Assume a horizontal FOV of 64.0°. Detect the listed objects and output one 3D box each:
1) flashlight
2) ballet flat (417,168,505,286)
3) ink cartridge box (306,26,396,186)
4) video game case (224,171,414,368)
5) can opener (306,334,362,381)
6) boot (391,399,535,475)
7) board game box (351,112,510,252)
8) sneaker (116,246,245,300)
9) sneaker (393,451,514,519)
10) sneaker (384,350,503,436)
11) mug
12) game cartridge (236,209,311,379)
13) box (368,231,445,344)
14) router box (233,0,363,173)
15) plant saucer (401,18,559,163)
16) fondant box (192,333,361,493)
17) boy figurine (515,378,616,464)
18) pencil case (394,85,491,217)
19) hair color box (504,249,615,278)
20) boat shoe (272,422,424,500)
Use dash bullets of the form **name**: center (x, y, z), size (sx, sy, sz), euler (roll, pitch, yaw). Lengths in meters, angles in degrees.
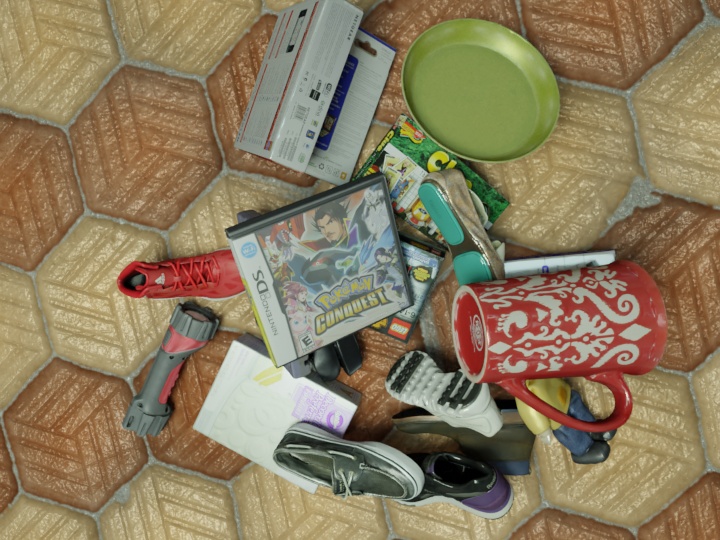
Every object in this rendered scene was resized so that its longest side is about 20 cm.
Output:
- **flashlight**: center (-0.274, 0.146, 0.842), size (0.067, 0.068, 0.201), euler (26, 101, 6)
- **ballet flat**: center (0.142, -0.037, 0.715), size (0.067, 0.068, 0.201), euler (-33, 104, -30)
- **ink cartridge box**: center (-0.028, -0.220, 0.774), size (0.094, 0.037, 0.202), euler (16, 99, -35)
- **video game case**: center (-0.040, 0.000, 0.696), size (0.199, 0.025, 0.182), euler (-23, 115, -16)
- **can opener**: center (-0.070, 0.064, 0.787), size (0.078, 0.063, 0.201), euler (-33, 103, -29)
- **boot**: center (0.144, 0.235, 0.790), size (0.198, 0.075, 0.098), euler (-4, 91, 5)
- **board game box**: center (0.095, -0.101, 0.743), size (0.199, 0.023, 0.105), euler (31, 103, -29)
- **sneaker**: center (-0.239, 0.014, 0.798), size (0.198, 0.116, 0.079), euler (-12, 92, 7)
- **sneaker**: center (0.096, 0.264, 0.761), size (0.199, 0.076, 0.088), euler (-7, 135, 34)
- **sneaker**: center (0.102, 0.161, 0.745), size (0.081, 0.200, 0.075), euler (46, 74, -25)
- **mug**: center (0.218, 0.077, 0.635), size (0.198, 0.178, 0.134), euler (-4, 138, -11)
- **game cartridge**: center (-0.118, 0.029, 0.759), size (0.038, 0.129, 0.202), euler (-19, 114, -27)
- **box**: center (0.000, 0.000, 0.791), size (0.198, 0.040, 0.138), euler (22, 113, 5)
- **router box**: center (-0.087, -0.237, 0.735), size (0.049, 0.179, 0.202), euler (17, 98, -29)
- **plant saucer**: center (0.143, -0.214, 0.702), size (0.198, 0.031, 0.202), euler (2, 72, -8)
- **fondant box**: center (-0.118, 0.202, 0.827), size (0.199, 0.058, 0.145), euler (27, 96, 3)
- **boy figurine**: center (0.251, 0.158, 0.755), size (0.200, 0.064, 0.124), euler (48, 57, -12)
- **pencil case**: center (0.085, -0.156, 0.768), size (0.200, 0.078, 0.090), euler (-43, 88, 7)
- **hair color box**: center (0.235, 0.035, 0.772), size (0.198, 0.065, 0.110), euler (-5, 93, 9)
- **boat shoe**: center (-0.020, 0.259, 0.735), size (0.198, 0.071, 0.073), euler (9, 114, 21)
